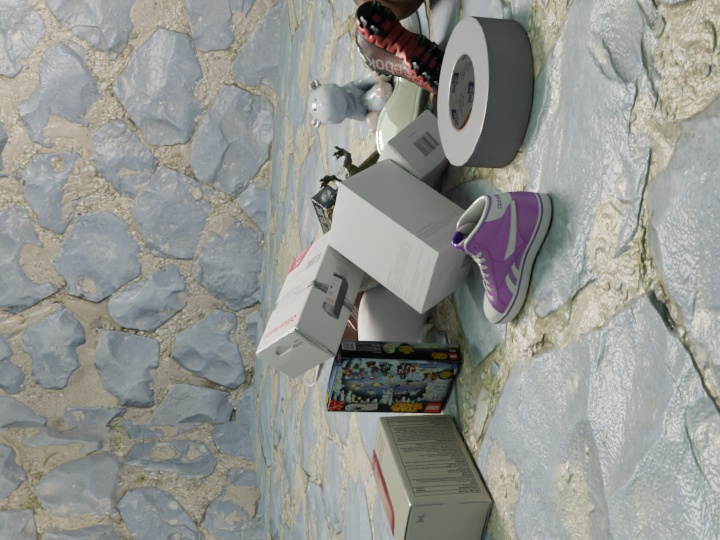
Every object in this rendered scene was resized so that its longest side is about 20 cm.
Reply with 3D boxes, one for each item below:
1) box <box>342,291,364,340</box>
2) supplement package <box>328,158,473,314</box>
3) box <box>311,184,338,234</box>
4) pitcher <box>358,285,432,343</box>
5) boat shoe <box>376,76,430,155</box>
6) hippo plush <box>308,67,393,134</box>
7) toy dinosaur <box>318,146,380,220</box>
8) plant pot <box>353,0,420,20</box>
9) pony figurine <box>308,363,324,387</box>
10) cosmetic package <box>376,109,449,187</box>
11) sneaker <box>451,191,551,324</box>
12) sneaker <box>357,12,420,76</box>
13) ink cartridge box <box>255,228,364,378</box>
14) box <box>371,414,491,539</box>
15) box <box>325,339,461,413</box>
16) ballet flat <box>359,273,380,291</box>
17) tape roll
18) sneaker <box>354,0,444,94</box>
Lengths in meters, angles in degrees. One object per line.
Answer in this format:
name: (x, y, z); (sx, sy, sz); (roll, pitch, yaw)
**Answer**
box: (0.007, 0.131, 1.637); (0.100, 0.074, 0.202); (51, 158, 40)
supplement package: (0.066, -0.056, 1.287); (0.199, 0.119, 0.123); (37, 135, 25)
box: (-0.004, -0.043, 1.561); (0.160, 0.043, 0.201); (37, 159, 35)
pitcher: (0.069, 0.114, 1.474); (0.121, 0.169, 0.204); (20, -93, -71)
boat shoe: (0.083, -0.290, 1.466); (0.060, 0.071, 0.205); (2, -73, -62)
hippo plush: (-0.028, -0.373, 1.780); (0.200, 0.157, 0.163); (-129, 42, -68)
toy dinosaur: (-0.020, -0.169, 1.497); (0.202, 0.087, 0.048); (-58, -26, -18)
plant pot: (0.060, -0.522, 1.416); (0.198, 0.196, 0.205); (165, 106, -83)
pony figurine: (-0.053, 0.127, 1.776); (0.167, 0.196, 0.197); (-124, 37, -65)
cosmetic package: (0.078, -0.158, 1.415); (0.085, 0.107, 0.200); (45, 152, 7)
sneaker: (0.163, -0.016, 1.097); (0.073, 0.112, 0.203); (-111, 24, -51)
sneaker: (0.049, -0.431, 1.574); (0.074, 0.113, 0.202); (104, 162, -47)
ink cartridge box: (-0.075, 0.054, 1.364); (0.145, 0.084, 0.202); (-33, 29, 51)
box: (0.101, 0.324, 1.293); (0.201, 0.125, 0.111); (-113, 27, -58)
box: (0.050, 0.172, 1.359); (0.040, 0.196, 0.138); (-99, 16, -44)
ballet flat: (0.000, 0.000, 1.450); (0.199, 0.071, 0.073); (-27, 61, 49)
tape roll: (0.169, -0.246, 1.182); (0.200, 0.065, 0.205); (-178, 90, -76)
sneaker: (0.068, -0.352, 1.401); (0.071, 0.199, 0.098); (-50, -3, -25)
